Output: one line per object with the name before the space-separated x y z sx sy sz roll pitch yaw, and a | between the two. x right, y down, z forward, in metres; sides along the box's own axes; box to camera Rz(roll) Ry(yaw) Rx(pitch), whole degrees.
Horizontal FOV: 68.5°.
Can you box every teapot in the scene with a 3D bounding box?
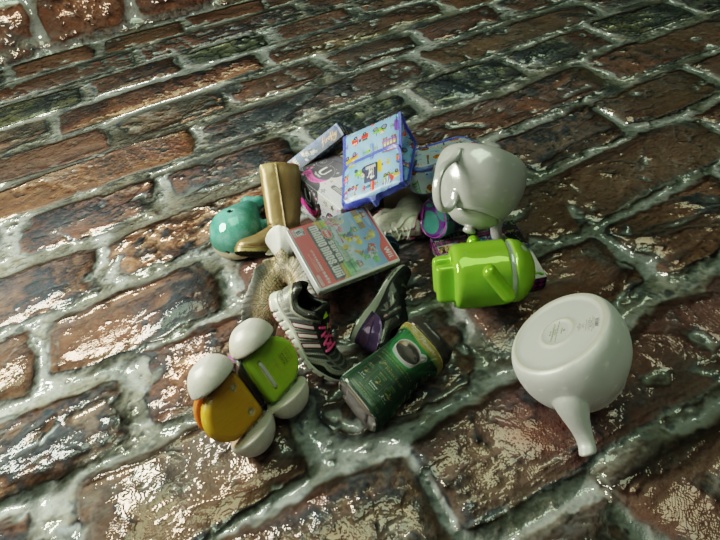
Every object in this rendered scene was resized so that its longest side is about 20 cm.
teapot | 0.222 -0.147 1.027 0.192 0.197 0.152 15 86 -1
teapot | 0.347 0.146 0.838 0.199 0.147 0.197 -42 17 -1

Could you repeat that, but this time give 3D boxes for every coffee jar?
coffee jar | 0.064 0.170 0.902 0.197 0.087 0.104 -35 65 -24

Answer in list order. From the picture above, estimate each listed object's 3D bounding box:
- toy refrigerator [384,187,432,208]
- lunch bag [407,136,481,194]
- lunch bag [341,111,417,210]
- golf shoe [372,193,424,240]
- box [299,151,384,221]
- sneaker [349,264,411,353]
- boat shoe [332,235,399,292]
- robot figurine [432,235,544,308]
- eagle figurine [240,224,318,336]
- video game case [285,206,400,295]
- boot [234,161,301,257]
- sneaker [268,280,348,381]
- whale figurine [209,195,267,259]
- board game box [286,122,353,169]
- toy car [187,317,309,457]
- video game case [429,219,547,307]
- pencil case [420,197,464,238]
toy refrigerator | 0.132 -0.195 1.273 0.191 0.078 0.071 0 44 10
lunch bag | 0.176 -0.242 1.193 0.193 0.078 0.161 -16 30 -10
lunch bag | 0.036 -0.210 1.112 0.146 0.094 0.206 -16 48 26
golf shoe | 0.085 -0.099 1.186 0.197 0.077 0.091 -36 53 -24
box | -0.052 -0.172 1.249 0.130 0.117 0.199 -31 48 -23
sneaker | 0.063 0.081 1.022 0.086 0.077 0.202 28 57 14
boat shoe | 0.000 0.000 1.101 0.196 0.086 0.069 -32 28 -3
robot figurine | 0.231 0.006 0.974 0.191 0.120 0.176 -6 20 3
eagle figurine | -0.144 0.033 1.043 0.147 0.152 0.205 23 45 -18
video game case | -0.033 -0.044 1.033 0.195 0.018 0.145 -20 66 -32
boot | -0.206 -0.135 1.177 0.170 0.065 0.209 -2 80 -34
sneaker | -0.077 0.102 0.936 0.202 0.087 0.074 53 26 1
whale figurine | -0.280 -0.122 1.242 0.153 0.106 0.204 4 46 13
board game box | -0.109 -0.287 1.319 0.197 0.035 0.135 -34 1 16
toy car | -0.196 0.194 0.894 0.200 0.178 0.148 -43 17 -31
video game case | 0.260 -0.019 1.102 0.192 0.037 0.185 -12 44 -3
pencil case | 0.222 -0.142 1.172 0.195 0.087 0.092 -23 51 -32
